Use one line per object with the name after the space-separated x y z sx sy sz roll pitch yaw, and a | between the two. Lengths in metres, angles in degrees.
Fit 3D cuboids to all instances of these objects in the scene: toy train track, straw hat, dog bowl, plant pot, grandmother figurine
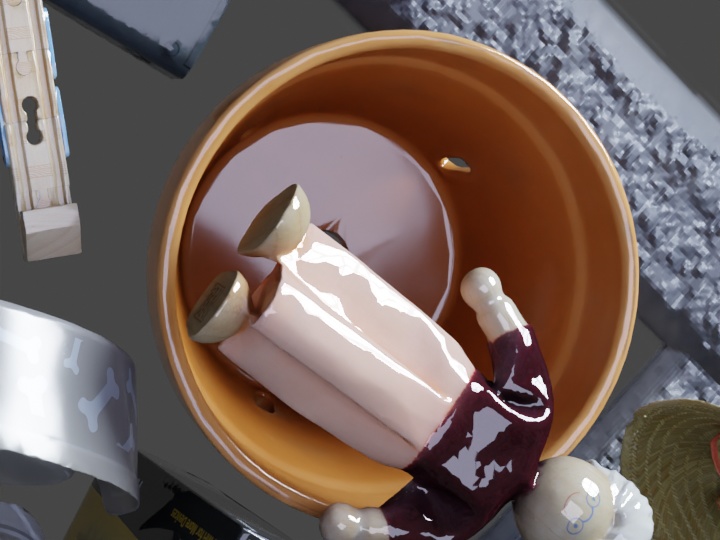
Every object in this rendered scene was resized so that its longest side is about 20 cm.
-0.139 -0.104 1.073 0.115 0.033 0.200 -9 94 -17 | toy train track
0.212 0.104 1.157 0.085 0.201 0.201 -44 105 -23 | straw hat
-0.179 0.047 1.035 0.200 0.200 0.059 14 77 -17 | dog bowl
0.000 0.000 1.105 0.200 0.140 0.200 -1 94 -15 | plant pot
0.028 0.059 1.018 0.200 0.061 0.121 35 94 -13 | grandmother figurine

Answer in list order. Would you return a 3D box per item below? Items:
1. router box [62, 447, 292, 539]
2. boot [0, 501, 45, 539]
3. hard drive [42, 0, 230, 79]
-0.091 0.163 1.062 0.052 0.200 0.157 28 86 -20 | router box
-0.162 0.140 1.037 0.074 0.200 0.096 -28 69 6 | boot
-0.127 -0.191 1.109 0.200 0.033 0.140 31 86 -16 | hard drive
